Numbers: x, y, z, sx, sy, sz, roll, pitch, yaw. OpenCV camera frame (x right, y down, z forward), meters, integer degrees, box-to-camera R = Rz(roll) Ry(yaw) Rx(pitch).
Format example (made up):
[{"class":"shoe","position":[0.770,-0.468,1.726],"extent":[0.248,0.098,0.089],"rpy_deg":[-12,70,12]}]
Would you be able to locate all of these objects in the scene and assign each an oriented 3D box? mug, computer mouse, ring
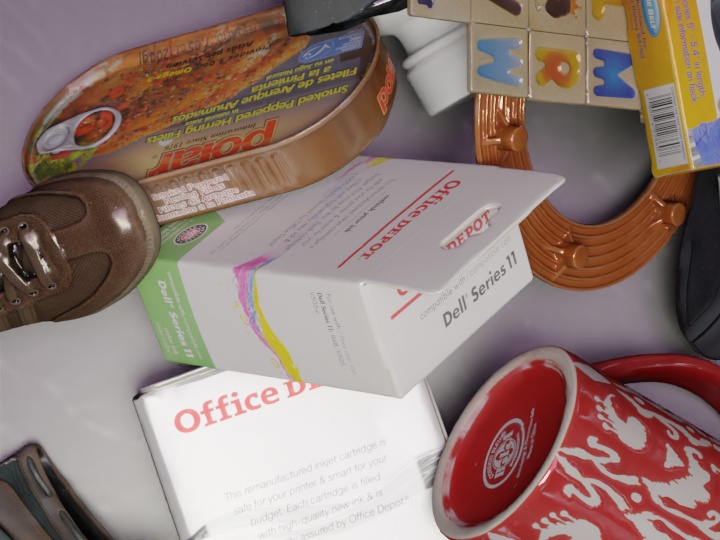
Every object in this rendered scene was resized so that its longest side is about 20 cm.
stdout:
[{"class":"mug","position":[0.140,0.122,1.216],"extent":[0.200,0.178,0.134],"rpy_deg":[32,110,-23]},{"class":"computer mouse","position":[0.192,-0.055,1.242],"extent":[0.140,0.046,0.201],"rpy_deg":[13,87,-45]},{"class":"ring","position":[0.129,-0.087,1.223],"extent":[0.200,0.019,0.201],"rpy_deg":[-13,109,-43]}]

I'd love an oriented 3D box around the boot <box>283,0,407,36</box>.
[{"class":"boot","position":[-0.047,-0.208,1.156],"extent":[0.164,0.066,0.201],"rpy_deg":[-15,99,15]}]

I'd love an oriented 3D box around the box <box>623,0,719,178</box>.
[{"class":"box","position":[0.227,-0.120,1.193],"extent":[0.199,0.041,0.120],"rpy_deg":[-11,91,-23]}]

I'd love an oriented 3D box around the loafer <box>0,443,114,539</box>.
[{"class":"loafer","position":[-0.125,0.154,1.207],"extent":[0.200,0.072,0.063],"rpy_deg":[33,75,29]}]

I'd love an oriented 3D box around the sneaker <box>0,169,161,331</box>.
[{"class":"sneaker","position":[-0.185,0.009,1.183],"extent":[0.200,0.076,0.071],"rpy_deg":[-20,100,37]}]

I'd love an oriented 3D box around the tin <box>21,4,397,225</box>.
[{"class":"tin","position":[-0.076,-0.075,1.211],"extent":[0.199,0.112,0.042],"rpy_deg":[-13,128,20]}]

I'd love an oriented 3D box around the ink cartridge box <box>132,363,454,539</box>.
[{"class":"ink cartridge box","position":[-0.019,0.132,1.241],"extent":[0.146,0.083,0.201],"rpy_deg":[-18,90,-6]}]

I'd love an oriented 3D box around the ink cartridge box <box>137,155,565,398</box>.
[{"class":"ink cartridge box","position":[0.000,0.000,1.164],"extent":[0.117,0.199,0.068],"rpy_deg":[-40,123,-38]}]

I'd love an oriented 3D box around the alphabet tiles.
[{"class":"alphabet tiles","position":[0.108,-0.162,1.164],"extent":[0.199,0.006,0.167],"rpy_deg":[4,83,-30]}]

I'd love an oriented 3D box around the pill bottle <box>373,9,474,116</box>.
[{"class":"pill bottle","position":[0.029,-0.188,1.232],"extent":[0.119,0.120,0.201],"rpy_deg":[-28,91,-4]}]
